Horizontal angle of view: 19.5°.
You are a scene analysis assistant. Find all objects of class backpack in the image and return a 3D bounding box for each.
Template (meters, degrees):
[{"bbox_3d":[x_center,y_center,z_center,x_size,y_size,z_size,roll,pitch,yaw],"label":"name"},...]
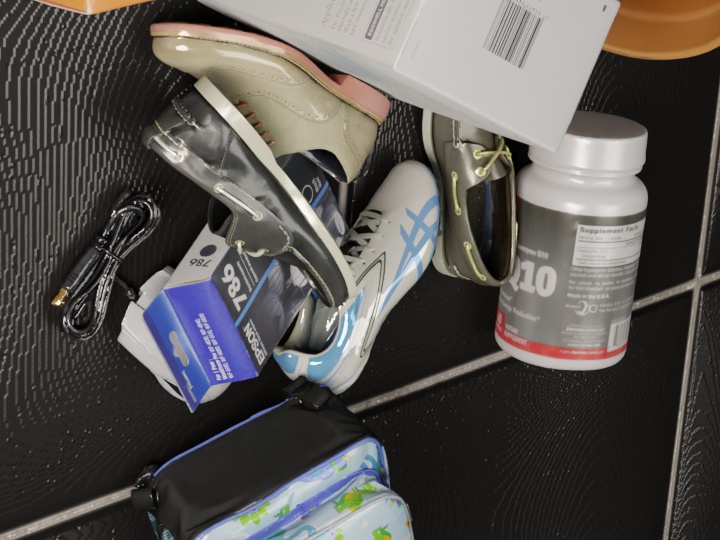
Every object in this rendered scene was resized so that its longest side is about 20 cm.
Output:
[{"bbox_3d":[-0.049,0.214,1.581,0.183,0.147,0.200,-30,138,-15],"label":"backpack"}]

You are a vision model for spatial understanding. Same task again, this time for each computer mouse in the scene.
[{"bbox_3d":[-0.134,0.036,1.496,0.110,0.044,0.200,-59,139,-12],"label":"computer mouse"}]

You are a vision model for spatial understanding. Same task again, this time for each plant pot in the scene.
[{"bbox_3d":[0.227,-0.283,1.654,0.200,0.200,0.140,56,47,-45],"label":"plant pot"}]

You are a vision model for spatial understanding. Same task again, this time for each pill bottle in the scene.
[{"bbox_3d":[0.179,-0.027,1.760,0.114,0.114,0.200,-13,116,-44],"label":"pill bottle"}]

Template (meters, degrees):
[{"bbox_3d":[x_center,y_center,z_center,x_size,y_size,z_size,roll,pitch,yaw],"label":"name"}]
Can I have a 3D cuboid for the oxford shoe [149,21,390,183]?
[{"bbox_3d":[-0.065,-0.118,1.459,0.200,0.071,0.074,21,83,-33],"label":"oxford shoe"}]

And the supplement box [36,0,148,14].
[{"bbox_3d":[-0.168,-0.266,1.306,0.067,0.069,0.200,-21,120,-43],"label":"supplement box"}]

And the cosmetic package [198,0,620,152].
[{"bbox_3d":[0.033,-0.187,1.459,0.199,0.200,0.123,21,93,-50],"label":"cosmetic package"}]

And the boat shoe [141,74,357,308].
[{"bbox_3d":[-0.073,-0.043,1.439,0.068,0.072,0.200,-42,121,-5],"label":"boat shoe"}]

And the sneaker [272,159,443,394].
[{"bbox_3d":[0.000,0.000,1.611,0.072,0.072,0.200,36,76,-42],"label":"sneaker"}]

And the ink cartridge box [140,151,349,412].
[{"bbox_3d":[-0.078,0.001,1.502,0.200,0.039,0.099,-58,139,-36],"label":"ink cartridge box"}]

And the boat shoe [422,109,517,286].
[{"bbox_3d":[0.093,-0.081,1.681,0.072,0.060,0.202,-27,126,-38],"label":"boat shoe"}]
